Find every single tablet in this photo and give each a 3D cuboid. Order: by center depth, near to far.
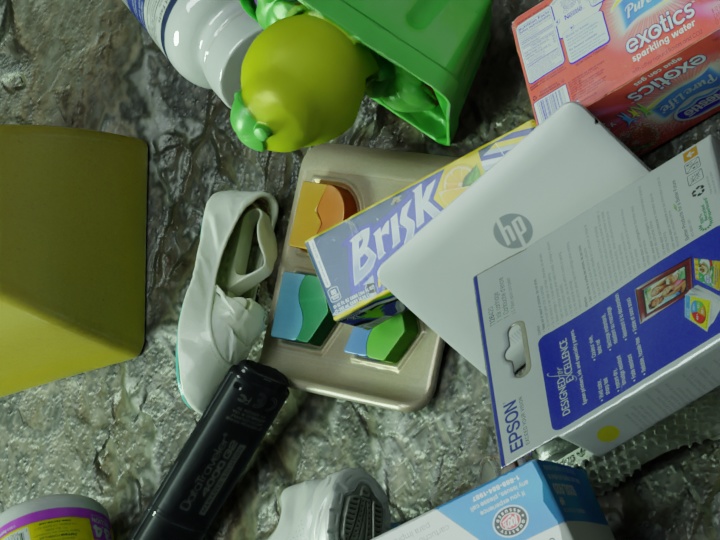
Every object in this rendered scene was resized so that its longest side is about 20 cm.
[{"bbox_3d":[0.123,-0.017,1.659,0.200,0.130,0.014,-42,18,23],"label":"tablet"}]

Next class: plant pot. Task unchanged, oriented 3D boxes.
[{"bbox_3d":[-0.316,-0.022,2.007,0.200,0.176,0.201,-17,64,37],"label":"plant pot"}]

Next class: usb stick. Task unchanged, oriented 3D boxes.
[{"bbox_3d":[-0.122,0.158,1.842,0.200,0.055,0.033,-59,25,19],"label":"usb stick"}]

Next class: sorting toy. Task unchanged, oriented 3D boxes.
[{"bbox_3d":[0.000,0.000,1.814,0.185,0.036,0.201,9,82,43],"label":"sorting toy"}]

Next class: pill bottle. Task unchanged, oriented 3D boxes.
[{"bbox_3d":[-0.234,0.287,1.876,0.104,0.104,0.200,-34,56,28],"label":"pill bottle"},{"bbox_3d":[-0.120,-0.220,1.940,0.120,0.120,0.200,-52,49,15],"label":"pill bottle"}]

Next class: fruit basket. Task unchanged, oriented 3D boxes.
[{"bbox_3d":[-0.021,-0.157,1.756,0.215,0.156,0.216,0,76,2],"label":"fruit basket"}]

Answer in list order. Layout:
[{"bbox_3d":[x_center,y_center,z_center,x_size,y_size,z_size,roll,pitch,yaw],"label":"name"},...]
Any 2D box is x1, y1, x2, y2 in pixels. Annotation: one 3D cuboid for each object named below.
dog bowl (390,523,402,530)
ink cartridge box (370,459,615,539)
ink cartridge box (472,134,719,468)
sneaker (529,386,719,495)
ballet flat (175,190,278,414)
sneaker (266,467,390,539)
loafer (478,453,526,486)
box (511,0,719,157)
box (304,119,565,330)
[{"bbox_3d":[0.019,0.270,1.694,0.111,0.050,0.200,-42,53,23],"label":"dog bowl"},{"bbox_3d":[0.107,0.244,1.504,0.147,0.145,0.200,-27,75,12],"label":"ink cartridge box"},{"bbox_3d":[0.174,0.027,1.557,0.200,0.047,0.198,-34,34,22],"label":"ink cartridge box"},{"bbox_3d":[0.189,0.076,1.597,0.200,0.069,0.100,-30,55,30],"label":"sneaker"},{"bbox_3d":[-0.102,0.017,1.864,0.069,0.069,0.201,-19,50,36],"label":"ballet flat"},{"bbox_3d":[-0.039,0.242,1.681,0.099,0.078,0.201,-9,61,47],"label":"sneaker"},{"bbox_3d":[0.091,0.222,1.622,0.072,0.063,0.201,118,150,-68],"label":"loafer"},{"bbox_3d":[0.216,-0.167,1.639,0.200,0.095,0.103,-31,57,30],"label":"box"},{"bbox_3d":[0.064,-0.031,1.716,0.200,0.064,0.070,-27,71,18],"label":"box"}]
